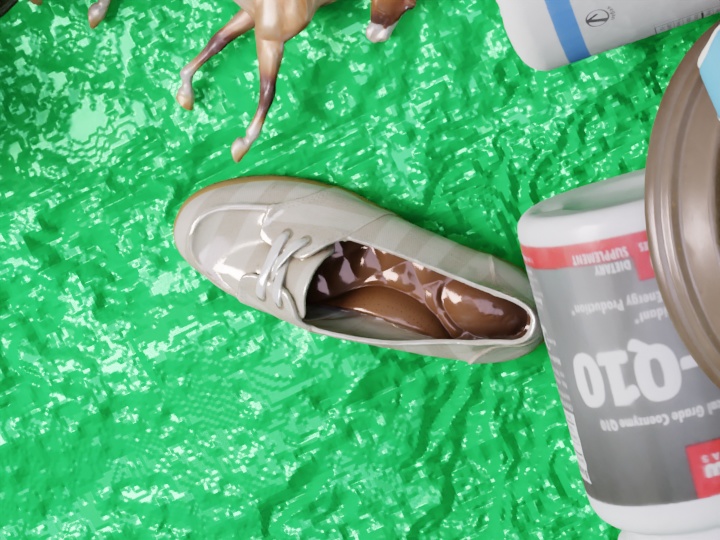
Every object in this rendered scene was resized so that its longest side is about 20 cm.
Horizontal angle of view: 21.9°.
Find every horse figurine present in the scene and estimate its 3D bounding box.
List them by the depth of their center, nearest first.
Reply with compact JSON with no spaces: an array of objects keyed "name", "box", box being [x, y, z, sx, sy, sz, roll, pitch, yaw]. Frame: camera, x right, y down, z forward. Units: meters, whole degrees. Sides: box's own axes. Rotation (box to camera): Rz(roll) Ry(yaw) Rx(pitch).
[{"name":"horse figurine","box":[-0.078,-0.152,0.916,0.200,0.050,0.133,38,109,-3]}]

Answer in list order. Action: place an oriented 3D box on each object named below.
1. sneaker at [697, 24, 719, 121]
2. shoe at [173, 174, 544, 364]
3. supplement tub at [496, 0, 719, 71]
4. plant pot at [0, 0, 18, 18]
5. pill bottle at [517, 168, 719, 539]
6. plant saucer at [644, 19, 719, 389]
[{"name":"sneaker","box":[0.235,-0.111,0.791,0.200,0.077,0.081,-32,75,-18]},{"name":"shoe","box":[0.000,0.000,0.932,0.199,0.053,0.070,15,102,5]},{"name":"supplement tub","box":[0.148,-0.181,0.838,0.199,0.132,0.133,-19,98,11]},{"name":"plant pot","box":[-0.229,-0.207,0.857,0.200,0.187,0.187,41,103,-3]},{"name":"pill bottle","box":[0.153,0.056,0.891,0.113,0.114,0.201,-15,99,10]},{"name":"plant saucer","box":[0.213,-0.027,0.848,0.199,0.029,0.201,4,83,-31]}]
